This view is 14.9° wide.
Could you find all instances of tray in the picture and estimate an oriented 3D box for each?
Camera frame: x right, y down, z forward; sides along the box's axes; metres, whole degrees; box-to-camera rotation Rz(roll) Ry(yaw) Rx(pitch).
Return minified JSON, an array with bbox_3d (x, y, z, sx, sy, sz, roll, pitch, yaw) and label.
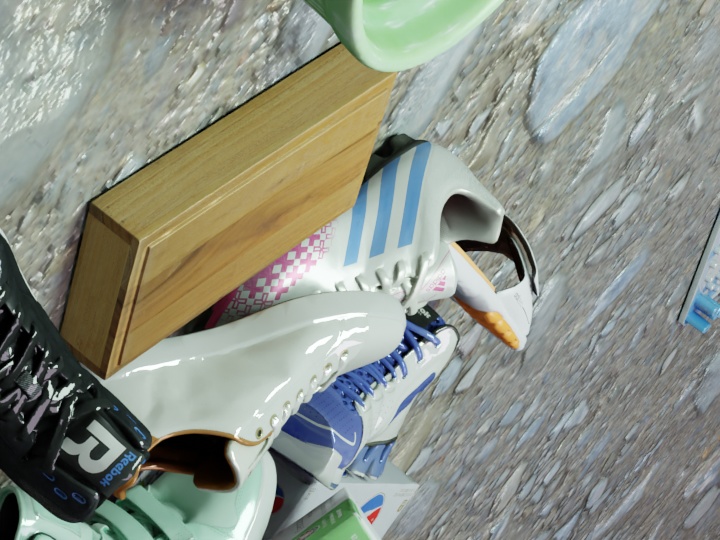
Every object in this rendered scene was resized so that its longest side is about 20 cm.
[{"bbox_3d":[-0.064,-0.033,1.381,0.200,0.037,0.099,-35,154,-40],"label":"tray"}]

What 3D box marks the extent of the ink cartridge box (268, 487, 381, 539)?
[{"bbox_3d":[-0.065,0.214,1.518,0.200,0.085,0.146,-34,-178,-2],"label":"ink cartridge box"}]

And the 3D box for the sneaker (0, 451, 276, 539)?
[{"bbox_3d":[-0.129,0.136,1.432,0.200,0.074,0.118,-45,136,-21],"label":"sneaker"}]

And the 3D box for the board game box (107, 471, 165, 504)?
[{"bbox_3d":[-0.164,0.182,1.540,0.200,0.032,0.120,-53,166,-2],"label":"board game box"}]

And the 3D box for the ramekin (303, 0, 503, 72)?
[{"bbox_3d":[0.026,-0.196,1.204,0.200,0.098,0.200,-45,159,-22],"label":"ramekin"}]

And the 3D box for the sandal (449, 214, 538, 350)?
[{"bbox_3d":[0.075,-0.009,1.683,0.059,0.079,0.207,-49,159,-3],"label":"sandal"}]

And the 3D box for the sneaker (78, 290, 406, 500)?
[{"bbox_3d":[-0.055,0.070,1.414,0.199,0.085,0.073,-16,159,-28],"label":"sneaker"}]

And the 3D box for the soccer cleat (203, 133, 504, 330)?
[{"bbox_3d":[0.000,0.000,1.509,0.200,0.086,0.070,-41,158,-31],"label":"soccer cleat"}]

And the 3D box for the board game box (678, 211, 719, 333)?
[{"bbox_3d":[0.357,-0.061,2.341,0.200,0.026,0.200,-40,157,-34],"label":"board game box"}]

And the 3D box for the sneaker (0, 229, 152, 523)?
[{"bbox_3d":[-0.143,0.047,1.214,0.073,0.112,0.200,-49,161,-14],"label":"sneaker"}]

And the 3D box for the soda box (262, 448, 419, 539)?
[{"bbox_3d":[-0.036,0.140,1.709,0.068,0.064,0.200,-55,160,8],"label":"soda box"}]

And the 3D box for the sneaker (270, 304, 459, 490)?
[{"bbox_3d":[-0.005,0.060,1.635,0.116,0.080,0.199,-59,168,6],"label":"sneaker"}]
